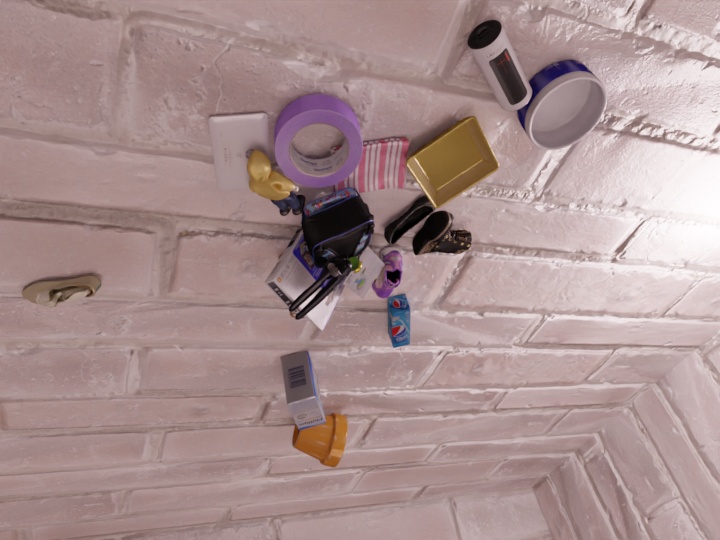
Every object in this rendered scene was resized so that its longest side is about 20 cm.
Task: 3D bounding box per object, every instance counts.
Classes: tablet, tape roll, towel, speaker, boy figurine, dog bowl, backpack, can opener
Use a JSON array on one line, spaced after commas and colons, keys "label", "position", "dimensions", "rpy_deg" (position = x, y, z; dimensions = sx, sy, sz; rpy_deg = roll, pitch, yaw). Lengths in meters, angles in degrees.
[{"label": "tablet", "position": [-0.270, -0.267, 1.315], "dimensions": [0.127, 0.014, 0.202], "rpy_deg": [-8, 139, -12]}, {"label": "tape roll", "position": [-0.095, -0.287, 1.296], "dimensions": [0.196, 0.066, 0.202], "rpy_deg": [-5, 136, -5]}, {"label": "towel", "position": [0.022, -0.251, 1.425], "dimensions": [0.196, 0.030, 0.148], "rpy_deg": [-10, 139, -9]}, {"label": "speaker", "position": [0.307, -0.446, 1.268], "dimensions": [0.080, 0.082, 0.200], "rpy_deg": [-31, 138, 16]}, {"label": "boy figurine", "position": [-0.210, -0.200, 1.347], "dimensions": [0.122, 0.066, 0.200], "rpy_deg": [-1, 152, 28]}, {"label": "dog bowl", "position": [0.482, -0.395, 1.390], "dimensions": [0.196, 0.080, 0.202], "rpy_deg": [-10, 139, -8]}, {"label": "backpack", "position": [-0.060, -0.094, 1.471], "dimensions": [0.180, 0.136, 0.200], "rpy_deg": [-24, 164, -10]}, {"label": "can opener", "position": [-0.095, 0.044, 1.414], "dimensions": [0.200, 0.063, 0.079], "rpy_deg": [-48, 160, 2]}]

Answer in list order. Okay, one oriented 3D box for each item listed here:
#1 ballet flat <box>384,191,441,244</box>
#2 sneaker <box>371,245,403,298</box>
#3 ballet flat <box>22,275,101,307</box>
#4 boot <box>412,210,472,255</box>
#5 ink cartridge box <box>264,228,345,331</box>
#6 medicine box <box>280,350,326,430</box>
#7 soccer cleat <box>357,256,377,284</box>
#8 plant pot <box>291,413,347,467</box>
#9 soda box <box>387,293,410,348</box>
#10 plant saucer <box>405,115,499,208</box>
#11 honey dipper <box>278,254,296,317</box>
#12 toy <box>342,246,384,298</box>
[{"label": "ballet flat", "position": [0.149, -0.141, 1.572], "dimensions": [0.199, 0.057, 0.066], "rpy_deg": [-39, 135, 17]}, {"label": "sneaker", "position": [0.084, 0.024, 1.715], "dimensions": [0.079, 0.089, 0.202], "rpy_deg": [-5, 140, -17]}, {"label": "ballet flat", "position": [-0.761, 0.059, 1.466], "dimensions": [0.196, 0.070, 0.070], "rpy_deg": [-14, 140, -4]}, {"label": "boot", "position": [0.248, -0.101, 1.628], "dimensions": [0.148, 0.074, 0.200], "rpy_deg": [1, 151, -23]}, {"label": "ink cartridge box", "position": [-0.135, 0.026, 1.514], "dimensions": [0.043, 0.200, 0.201], "rpy_deg": [-18, 123, 40]}, {"label": "medicine box", "position": [-0.196, 0.411, 1.978], "dimensions": [0.101, 0.184, 0.202], "rpy_deg": [-14, 141, -2]}, {"label": "soccer cleat", "position": [-0.033, -0.013, 1.635], "dimensions": [0.197, 0.082, 0.068], "rpy_deg": [14, 132, -32]}, {"label": "plant pot", "position": [-0.167, 0.652, 2.275], "dimensions": [0.180, 0.202, 0.202], "rpy_deg": [17, 132, -14]}, {"label": "soda box", "position": [0.127, 0.169, 1.910], "dimensions": [0.063, 0.069, 0.202], "rpy_deg": [-12, 140, -6]}, {"label": "plant saucer", "position": [0.227, -0.276, 1.450], "dimensions": [0.198, 0.049, 0.200], "rpy_deg": [-32, 137, 12]}, {"label": "honey dipper", "position": [-0.188, 0.041, 1.546], "dimensions": [0.037, 0.202, 0.038], "rpy_deg": [-10, 142, -8]}, {"label": "toy", "position": [0.000, 0.000, 1.556], "dimensions": [0.116, 0.047, 0.200], "rpy_deg": [-56, 163, -3]}]
